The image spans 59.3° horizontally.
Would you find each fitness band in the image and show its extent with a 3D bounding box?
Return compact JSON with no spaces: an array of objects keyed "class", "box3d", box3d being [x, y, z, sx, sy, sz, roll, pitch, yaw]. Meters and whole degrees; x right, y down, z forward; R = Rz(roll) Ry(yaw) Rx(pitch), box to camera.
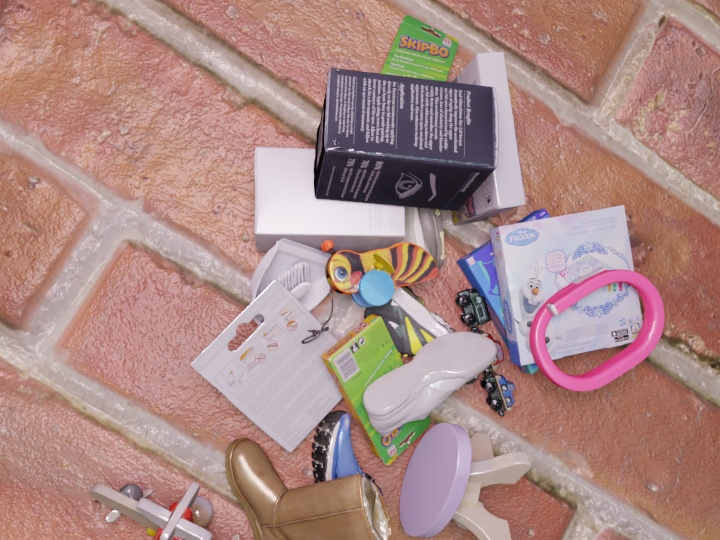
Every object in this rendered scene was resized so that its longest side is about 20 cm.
[{"class":"fitness band","box3d":[0.333,0.082,0.887,0.199,0.037,0.144,-30,95,-7]}]

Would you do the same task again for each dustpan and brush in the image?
[{"class":"dustpan and brush","box3d":[-0.120,0.054,0.885,0.200,0.139,0.057,-43,56,22]}]

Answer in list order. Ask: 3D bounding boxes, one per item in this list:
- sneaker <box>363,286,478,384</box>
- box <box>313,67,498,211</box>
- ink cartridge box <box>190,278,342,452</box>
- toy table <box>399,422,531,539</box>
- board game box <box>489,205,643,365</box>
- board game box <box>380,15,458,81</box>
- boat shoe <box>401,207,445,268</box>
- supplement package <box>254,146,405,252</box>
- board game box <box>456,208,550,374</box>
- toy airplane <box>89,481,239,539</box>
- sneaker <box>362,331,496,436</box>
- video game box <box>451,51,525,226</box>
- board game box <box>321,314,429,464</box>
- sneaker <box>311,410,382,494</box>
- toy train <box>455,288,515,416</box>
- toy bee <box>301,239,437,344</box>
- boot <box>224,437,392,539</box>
[{"class":"sneaker","box3d":[0.088,0.100,0.928,0.200,0.074,0.085,45,99,-3]},{"class":"box","box3d":[0.049,-0.151,0.765,0.198,0.148,0.105,4,75,-9]},{"class":"ink cartridge box","box3d":[-0.111,0.130,0.870,0.162,0.050,0.200,-45,112,-8]},{"class":"toy table","box3d":[0.142,0.300,0.874,0.116,0.200,0.185,14,52,-15]},{"class":"board game box","box3d":[0.302,0.020,0.922,0.198,0.043,0.201,-9,92,-9]},{"class":"board game box","box3d":[0.077,-0.284,0.932,0.095,0.030,0.201,24,68,-7]},{"class":"boat shoe","box3d":[0.087,-0.099,0.930,0.060,0.072,0.204,2,79,-29]},{"class":"supplement package","box3d":[-0.046,-0.093,0.877,0.198,0.121,0.121,0,81,-9]},{"class":"board game box","box3d":[0.262,0.031,0.961,0.152,0.045,0.201,-32,94,-9]},{"class":"toy airplane","box3d":[-0.237,0.343,0.827,0.198,0.141,0.201,-18,106,23]},{"class":"sneaker","box3d":[0.098,0.157,0.865,0.199,0.075,0.089,-26,129,-12]},{"class":"video game box","box3d":[0.163,-0.173,0.886,0.046,0.182,0.202,-7,89,-12]},{"class":"board game box","box3d":[0.027,0.170,0.883,0.095,0.030,0.201,-37,114,-24]},{"class":"sneaker","box3d":[-0.018,0.298,0.902,0.088,0.078,0.202,-4,94,-20]},{"class":"toy train","box3d":[0.190,0.121,0.944,0.045,0.034,0.201,-18,96,-4]},{"class":"toy bee","box3d":[0.000,0.000,0.830,0.199,0.131,0.109,-27,93,-36]},{"class":"boot","box3d":[-0.071,0.290,0.835,0.199,0.066,0.176,-20,95,33]}]
